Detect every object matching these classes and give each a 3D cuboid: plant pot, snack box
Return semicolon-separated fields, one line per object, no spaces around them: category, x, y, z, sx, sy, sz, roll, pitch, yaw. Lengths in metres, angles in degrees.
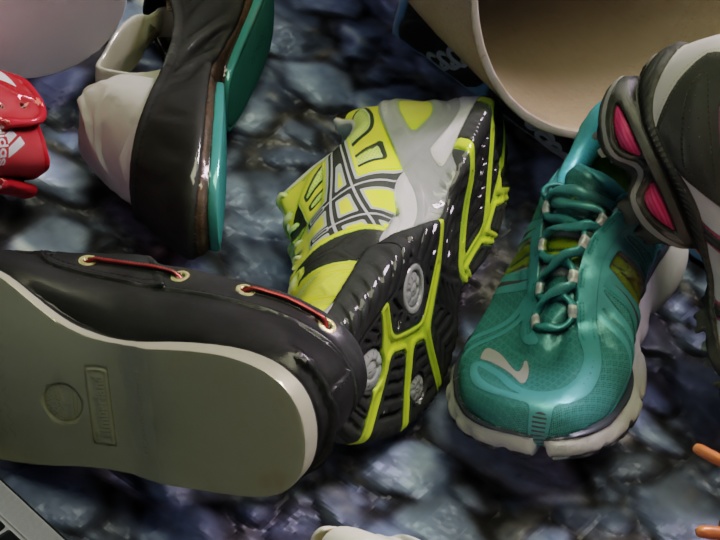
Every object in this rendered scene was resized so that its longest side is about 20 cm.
plant pot;0.064;-0.184;1.114;0.187;0.188;0.200;-16;37;-32
snack box;0.126;-0.088;1.167;0.200;0.037;0.116;39;47;26

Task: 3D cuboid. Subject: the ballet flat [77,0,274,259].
ballet flat;-0.080;-0.065;1.065;0.068;0.068;0.200;4;30;3

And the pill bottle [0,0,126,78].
pill bottle;-0.164;-0.175;1.122;0.112;0.113;0.200;-4;43;-21

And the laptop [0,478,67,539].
laptop;-0.172;0.080;0.817;0.200;0.116;0.187;39;46;23

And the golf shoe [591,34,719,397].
golf shoe;0.170;0.000;0.982;0.200;0.088;0.077;56;45;-15

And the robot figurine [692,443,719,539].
robot figurine;0.214;0.106;0.914;0.200;0.117;0.144;17;63;1

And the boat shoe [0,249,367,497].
boat shoe;-0.096;0.030;0.928;0.201;0.074;0.063;12;27;22

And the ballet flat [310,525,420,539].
ballet flat;-0.014;0.124;0.852;0.070;0.065;0.200;15;30;41

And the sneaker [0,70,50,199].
sneaker;-0.169;-0.052;0.978;0.115;0.078;0.200;5;23;-17

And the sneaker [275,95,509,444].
sneaker;0.000;0.000;1.017;0.076;0.076;0.200;4;34;20

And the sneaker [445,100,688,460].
sneaker;0.082;0.001;1.014;0.077;0.080;0.200;8;37;14
